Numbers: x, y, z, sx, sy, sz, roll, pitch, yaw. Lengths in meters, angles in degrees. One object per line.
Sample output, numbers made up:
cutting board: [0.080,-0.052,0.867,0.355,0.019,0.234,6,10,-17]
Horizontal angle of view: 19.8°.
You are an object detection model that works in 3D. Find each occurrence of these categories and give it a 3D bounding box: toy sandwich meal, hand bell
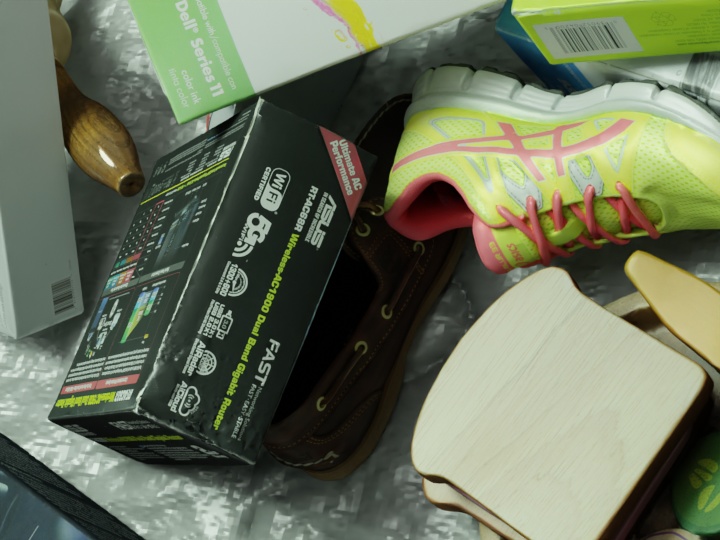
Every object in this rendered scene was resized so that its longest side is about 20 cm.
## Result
toy sandwich meal: [0.120,0.080,0.877,0.205,0.070,0.205,-14,60,26]
hand bell: [-0.168,-0.103,1.123,0.104,0.104,0.200,-46,49,5]

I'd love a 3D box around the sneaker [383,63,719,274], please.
sneaker: [0.093,-0.033,0.926,0.200,0.078,0.090,9,62,41]

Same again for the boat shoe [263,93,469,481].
boat shoe: [0.000,0.000,0.994,0.070,0.070,0.200,5,69,34]

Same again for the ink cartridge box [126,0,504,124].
ink cartridge box: [0.003,-0.139,0.954,0.200,0.117,0.067,-20,101,9]

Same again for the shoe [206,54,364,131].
shoe: [-0.045,-0.141,1.094,0.091,0.071,0.200,16,70,38]

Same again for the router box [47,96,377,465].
router box: [-0.075,0.013,0.972,0.150,0.062,0.200,-68,16,-12]

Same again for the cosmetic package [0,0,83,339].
cosmetic package: [-0.199,-0.070,1.086,0.082,0.051,0.200,21,124,43]

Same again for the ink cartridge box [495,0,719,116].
ink cartridge box: [0.185,-0.126,0.928,0.200,0.084,0.145,24,80,38]

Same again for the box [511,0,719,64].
box: [0.144,-0.189,0.901,0.122,0.048,0.200,-1,63,30]

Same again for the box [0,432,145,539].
box: [-0.193,0.166,1.011,0.200,0.107,0.149,28,85,39]
